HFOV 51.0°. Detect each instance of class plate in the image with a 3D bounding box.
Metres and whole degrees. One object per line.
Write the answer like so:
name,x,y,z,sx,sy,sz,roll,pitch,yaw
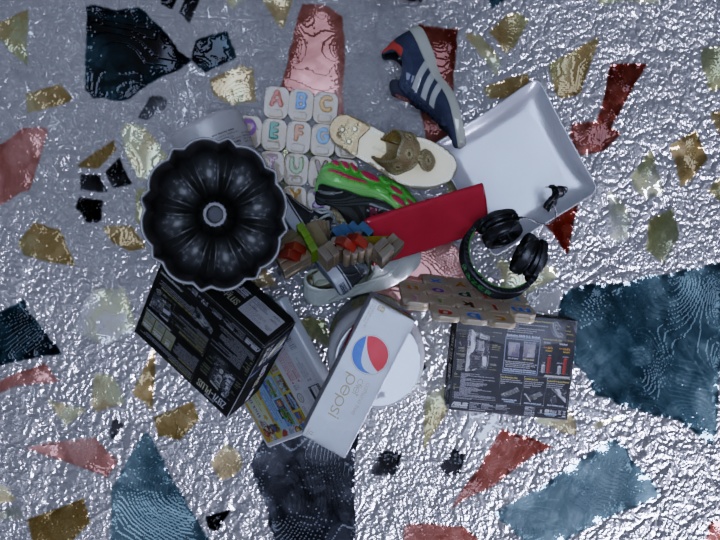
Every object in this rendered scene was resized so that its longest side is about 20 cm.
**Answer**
plate,0.242,-0.160,1.189,0.197,0.032,0.202,-31,94,2

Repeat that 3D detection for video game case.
video game case,-0.129,0.160,1.163,0.180,0.023,0.203,-26,96,35

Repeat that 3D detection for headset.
headset,0.234,-0.049,1.120,0.124,0.094,0.199,44,63,8

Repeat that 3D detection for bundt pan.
bundt pan,-0.198,-0.075,1.032,0.196,0.076,0.208,0,92,-10

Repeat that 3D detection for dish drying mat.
dish drying mat,0.102,-0.070,1.143,0.195,0.018,0.079,-17,116,-12

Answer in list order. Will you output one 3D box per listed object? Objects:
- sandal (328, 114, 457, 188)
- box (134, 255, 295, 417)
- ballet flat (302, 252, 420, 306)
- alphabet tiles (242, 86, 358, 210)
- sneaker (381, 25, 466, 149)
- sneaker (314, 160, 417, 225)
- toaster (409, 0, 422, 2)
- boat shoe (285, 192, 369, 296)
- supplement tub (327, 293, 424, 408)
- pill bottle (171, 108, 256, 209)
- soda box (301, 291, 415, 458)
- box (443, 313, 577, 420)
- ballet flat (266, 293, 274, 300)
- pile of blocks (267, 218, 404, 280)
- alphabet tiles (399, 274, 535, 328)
sandal,0.047,-0.179,1.140,0.207,0.070,0.079,22,98,1
box,-0.217,0.083,1.114,0.199,0.086,0.165,39,125,10
ballet flat,0.000,0.000,1.171,0.195,0.069,0.071,-19,95,2
alphabet tiles,-0.099,-0.183,1.187,0.194,0.015,0.201,6,94,-1
sneaker,0.093,-0.265,1.150,0.083,0.075,0.204,-24,76,3
sneaker,0.017,-0.100,1.172,0.196,0.078,0.084,25,126,-14
toaster,0.122,-0.492,1.090,0.178,0.200,0.121,-27,92,9
boat shoe,-0.060,-0.056,1.138,0.067,0.074,0.200,-36,61,-8
supplement tub,0.021,0.117,1.121,0.141,0.200,0.149,0,95,-1
pill bottle,-0.194,-0.126,1.128,0.112,0.114,0.204,-22,95,0
soda box,-0.003,0.134,0.990,0.067,0.064,0.203,27,94,-3
box,0.238,0.147,1.205,0.194,0.050,0.162,5,94,-2
ballet flat,-0.121,0.127,1.197,0.062,0.067,0.203,-31,91,29
pile of blocks,-0.035,-0.044,1.065,0.194,0.062,0.084,-6,71,-5
alphabet tiles,0.155,0.046,1.121,0.194,0.196,0.015,7,106,-3
